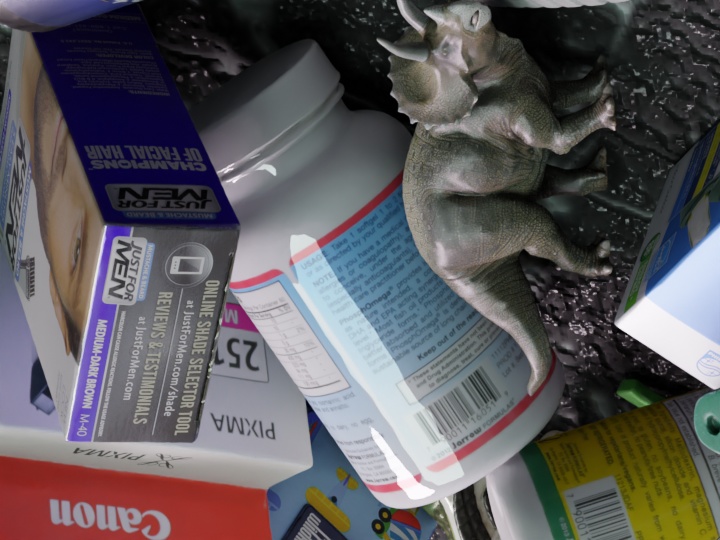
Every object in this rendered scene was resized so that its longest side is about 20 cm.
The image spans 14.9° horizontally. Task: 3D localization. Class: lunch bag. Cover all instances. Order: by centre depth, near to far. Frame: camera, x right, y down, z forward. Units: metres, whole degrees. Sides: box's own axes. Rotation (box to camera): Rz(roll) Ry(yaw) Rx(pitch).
[{"bbox_3d":[-0.059,0.136,1.397,0.199,0.151,0.094,34,139,-4],"label":"lunch bag"}]

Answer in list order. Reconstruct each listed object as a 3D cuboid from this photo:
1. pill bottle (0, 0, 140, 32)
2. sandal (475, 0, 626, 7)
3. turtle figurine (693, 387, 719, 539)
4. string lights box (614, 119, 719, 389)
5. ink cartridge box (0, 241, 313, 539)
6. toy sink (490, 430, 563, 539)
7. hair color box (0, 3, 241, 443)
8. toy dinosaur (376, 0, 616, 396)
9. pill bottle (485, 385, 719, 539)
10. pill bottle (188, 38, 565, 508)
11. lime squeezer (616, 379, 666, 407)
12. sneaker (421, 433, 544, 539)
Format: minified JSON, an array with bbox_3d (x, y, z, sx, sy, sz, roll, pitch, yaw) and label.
[{"bbox_3d":[-0.113,-0.163,1.142,0.199,0.112,0.112,-14,128,36],"label":"pill bottle"},{"bbox_3d":[0.068,-0.144,1.127,0.202,0.050,0.082,8,160,39],"label":"sandal"},{"bbox_3d":[0.228,0.066,1.166,0.101,0.199,0.151,-20,91,55],"label":"turtle figurine"},{"bbox_3d":[0.190,-0.047,1.135,0.059,0.103,0.200,31,138,-8],"label":"string lights box"},{"bbox_3d":[-0.110,0.084,1.297,0.199,0.175,0.043,11,151,-38],"label":"ink cartridge box"},{"bbox_3d":[0.142,0.194,1.377,0.111,0.131,0.201,9,142,28],"label":"toy sink"},{"bbox_3d":[-0.112,-0.026,1.203,0.064,0.200,0.110,1,122,-21],"label":"hair color box"},{"bbox_3d":[0.058,-0.044,1.189,0.102,0.077,0.201,-1,123,0],"label":"toy dinosaur"},{"bbox_3d":[0.166,0.109,1.260,0.199,0.113,0.113,-18,133,-2],"label":"pill bottle"},{"bbox_3d":[0.000,0.000,1.253,0.108,0.109,0.201,-22,108,40],"label":"pill bottle"},{"bbox_3d":[0.211,0.121,1.358,0.070,0.038,0.200,-23,123,40],"label":"lime squeezer"},{"bbox_3d":[0.037,0.087,1.397,0.088,0.077,0.200,22,155,54],"label":"sneaker"}]
